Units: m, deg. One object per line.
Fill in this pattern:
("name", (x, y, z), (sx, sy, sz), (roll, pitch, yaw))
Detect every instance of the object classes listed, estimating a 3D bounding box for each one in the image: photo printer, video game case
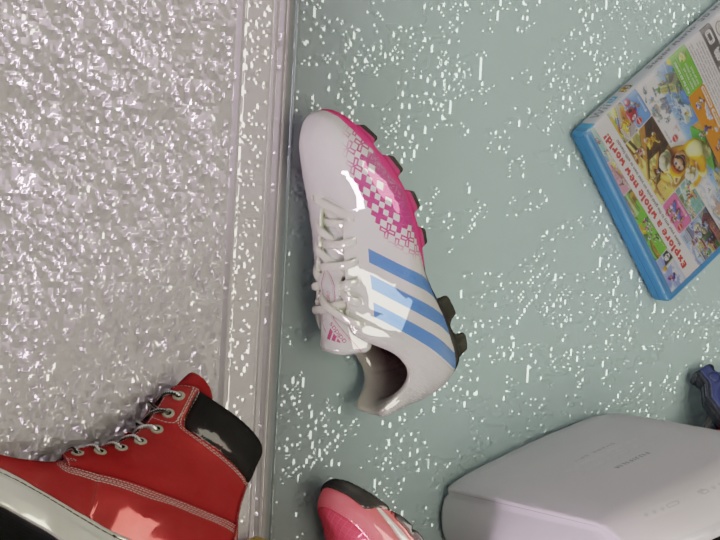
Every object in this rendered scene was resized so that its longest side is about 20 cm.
("photo printer", (0.174, 0.153, 1.695), (0.166, 0.200, 0.070), (-21, 106, -32))
("video game case", (0.243, -0.095, 1.835), (0.200, 0.018, 0.143), (-41, 117, -26))

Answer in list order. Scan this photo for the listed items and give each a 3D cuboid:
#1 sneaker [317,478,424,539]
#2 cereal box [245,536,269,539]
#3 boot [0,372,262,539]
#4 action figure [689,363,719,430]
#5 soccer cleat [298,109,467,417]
("sneaker", (0.008, 0.228, 1.660), (0.087, 0.074, 0.201), (-31, 112, -28))
("cereal box", (-0.093, 0.279, 1.611), (0.144, 0.039, 0.201), (-19, 104, -32))
("boot", (-0.154, 0.110, 1.545), (0.200, 0.072, 0.145), (25, 59, -22))
("action figure", (0.302, 0.164, 1.835), (0.193, 0.200, 0.105), (0, 135, -29))
("soccer cleat", (0.000, 0.000, 1.634), (0.086, 0.070, 0.200), (-37, 115, -28))
